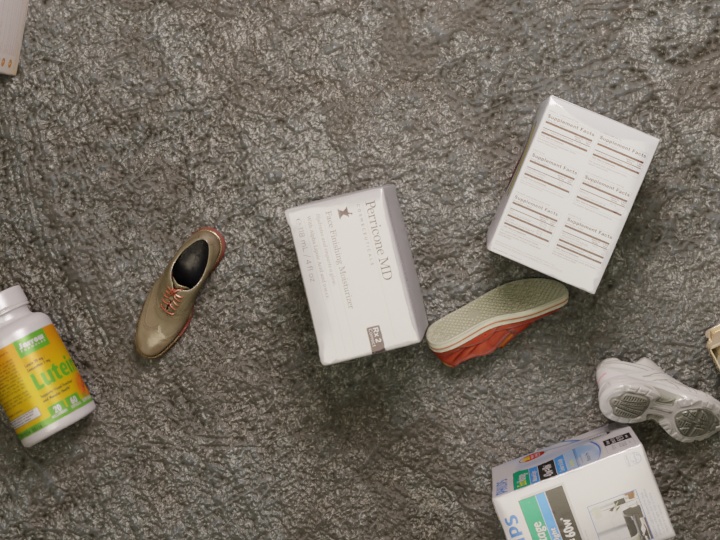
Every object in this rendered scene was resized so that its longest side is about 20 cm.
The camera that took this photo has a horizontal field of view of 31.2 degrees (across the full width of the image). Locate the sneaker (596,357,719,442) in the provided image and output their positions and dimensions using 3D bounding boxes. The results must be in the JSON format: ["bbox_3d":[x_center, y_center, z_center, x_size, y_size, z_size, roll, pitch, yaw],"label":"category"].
[{"bbox_3d":[0.396,0.157,1.688,0.198,0.100,0.078,20,124,-20],"label":"sneaker"}]

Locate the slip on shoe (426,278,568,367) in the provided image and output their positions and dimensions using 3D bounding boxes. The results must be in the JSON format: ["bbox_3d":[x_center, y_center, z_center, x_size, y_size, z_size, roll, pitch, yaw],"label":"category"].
[{"bbox_3d":[0.185,0.069,1.714,0.198,0.074,0.062,-25,126,1],"label":"slip on shoe"}]

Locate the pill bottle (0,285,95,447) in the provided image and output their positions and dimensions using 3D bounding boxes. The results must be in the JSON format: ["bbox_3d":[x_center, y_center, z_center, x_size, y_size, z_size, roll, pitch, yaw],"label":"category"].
[{"bbox_3d":[-0.453,0.127,1.750,0.110,0.111,0.201,-28,91,7],"label":"pill bottle"}]

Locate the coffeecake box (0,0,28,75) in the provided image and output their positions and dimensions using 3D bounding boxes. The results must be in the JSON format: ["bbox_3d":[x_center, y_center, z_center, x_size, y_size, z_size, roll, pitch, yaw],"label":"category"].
[{"bbox_3d":[-0.503,-0.343,1.674,0.072,0.200,0.155,12,95,4],"label":"coffeecake box"}]

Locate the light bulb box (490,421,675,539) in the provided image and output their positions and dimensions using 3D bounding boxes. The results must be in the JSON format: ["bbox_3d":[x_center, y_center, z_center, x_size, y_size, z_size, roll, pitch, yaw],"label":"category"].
[{"bbox_3d":[0.277,0.295,1.649,0.198,0.198,0.126,-21,90,6],"label":"light bulb box"}]

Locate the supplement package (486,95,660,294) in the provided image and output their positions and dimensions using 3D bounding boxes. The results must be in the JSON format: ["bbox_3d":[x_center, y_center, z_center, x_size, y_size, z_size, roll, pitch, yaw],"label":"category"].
[{"bbox_3d":[0.260,-0.097,1.624,0.146,0.191,0.202,23,96,3],"label":"supplement package"}]

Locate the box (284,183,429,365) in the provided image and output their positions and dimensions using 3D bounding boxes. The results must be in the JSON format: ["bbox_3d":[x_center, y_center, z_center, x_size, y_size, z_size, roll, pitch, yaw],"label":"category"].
[{"bbox_3d":[0.000,0.000,1.652,0.129,0.200,0.201,-14,93,7],"label":"box"}]

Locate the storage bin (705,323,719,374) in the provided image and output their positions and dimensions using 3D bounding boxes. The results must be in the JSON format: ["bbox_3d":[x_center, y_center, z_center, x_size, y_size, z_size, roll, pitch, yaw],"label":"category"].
[{"bbox_3d":[0.575,0.133,1.661,0.197,0.094,0.202,-27,92,8],"label":"storage bin"}]

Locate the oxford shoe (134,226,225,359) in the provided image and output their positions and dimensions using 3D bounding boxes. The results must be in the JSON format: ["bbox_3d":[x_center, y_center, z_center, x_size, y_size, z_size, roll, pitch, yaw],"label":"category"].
[{"bbox_3d":[-0.254,0.031,1.741,0.070,0.075,0.202,28,97,2],"label":"oxford shoe"}]
